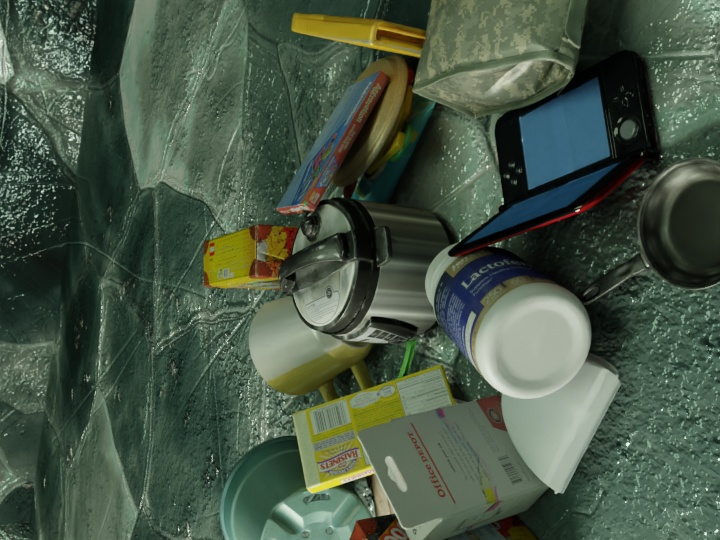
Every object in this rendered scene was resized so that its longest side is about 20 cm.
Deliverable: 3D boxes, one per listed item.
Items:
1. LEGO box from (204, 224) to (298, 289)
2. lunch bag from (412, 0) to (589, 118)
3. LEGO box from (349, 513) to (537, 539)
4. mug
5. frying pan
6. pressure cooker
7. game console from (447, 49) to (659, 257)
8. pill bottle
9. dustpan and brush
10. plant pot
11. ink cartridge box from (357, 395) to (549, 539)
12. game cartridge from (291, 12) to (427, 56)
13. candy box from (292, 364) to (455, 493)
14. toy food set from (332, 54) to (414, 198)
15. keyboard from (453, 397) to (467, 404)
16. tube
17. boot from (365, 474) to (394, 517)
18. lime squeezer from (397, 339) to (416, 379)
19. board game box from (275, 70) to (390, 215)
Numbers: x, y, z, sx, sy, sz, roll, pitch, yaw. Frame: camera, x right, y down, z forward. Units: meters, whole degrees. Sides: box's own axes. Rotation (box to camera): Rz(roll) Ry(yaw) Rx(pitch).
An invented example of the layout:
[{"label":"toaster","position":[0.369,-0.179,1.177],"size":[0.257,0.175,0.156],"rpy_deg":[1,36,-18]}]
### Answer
[{"label":"LEGO box","position":[-0.140,-0.017,1.226],"size":[0.200,0.149,0.077],"rpy_deg":[-9,80,56]},{"label":"lunch bag","position":[0.163,-0.262,0.804],"size":[0.200,0.117,0.164],"rpy_deg":[0,77,59]},{"label":"LEGO box","position":[0.101,0.324,0.806],"size":[0.149,0.200,0.077],"rpy_deg":[45,125,48]},{"label":"mug","position":[-0.045,0.102,1.133],"size":[0.153,0.187,0.150],"rpy_deg":[-27,33,44]},{"label":"frying pan","position":[0.283,-0.011,0.700],"size":[0.115,0.031,0.190],"rpy_deg":[56,136,42]},{"label":"pressure cooker","position":[-0.001,-0.003,0.979],"size":[0.179,0.200,0.176],"rpy_deg":[49,124,46]},{"label":"game console","position":[0.180,-0.114,0.784],"size":[0.200,0.119,0.173],"rpy_deg":[-21,71,54]},{"label":"pill bottle","position":[0.142,0.040,0.806],"size":[0.200,0.116,0.116],"rpy_deg":[-129,49,-68]},{"label":"dustpan and brush","position":[0.184,0.126,0.836],"size":[0.200,0.057,0.140],"rpy_deg":[35,106,45]},{"label":"plant pot","position":[-0.077,0.337,1.032],"size":[0.196,0.200,0.201],"rpy_deg":[175,96,-74]},{"label":"ink cartridge box","position":[0.089,0.211,0.817],"size":[0.117,0.200,0.068],"rpy_deg":[60,139,33]},{"label":"game cartridge","position":[0.035,-0.287,0.961],"size":[0.200,0.176,0.033],"rpy_deg":[34,117,52]},{"label":"candy box","position":[0.021,0.192,0.949],"size":[0.026,0.200,0.102],"rpy_deg":[66,-173,-56]},{"label":"toy food set","position":[0.011,-0.196,1.054],"size":[0.200,0.049,0.198],"rpy_deg":[-30,42,53]},{"label":"keyboard","position":[0.132,0.188,0.938],"size":[0.200,0.011,0.056],"rpy_deg":[7,94,57]},{"label":"tube","position":[0.045,-0.158,1.063],"size":[0.200,0.050,0.077],"rpy_deg":[-62,38,25]},{"label":"boot","position":[0.041,0.311,1.006],"size":[0.200,0.070,0.146],"rpy_deg":[106,147,-41]},{"label":"lime squeezer","position":[0.064,0.195,1.023],"size":[0.071,0.038,0.200],"rpy_deg":[-14,79,37]},{"label":"board game box","position":[-0.036,-0.161,0.997],"size":[0.200,0.019,0.103],"rpy_deg":[-61,21,-12]}]
